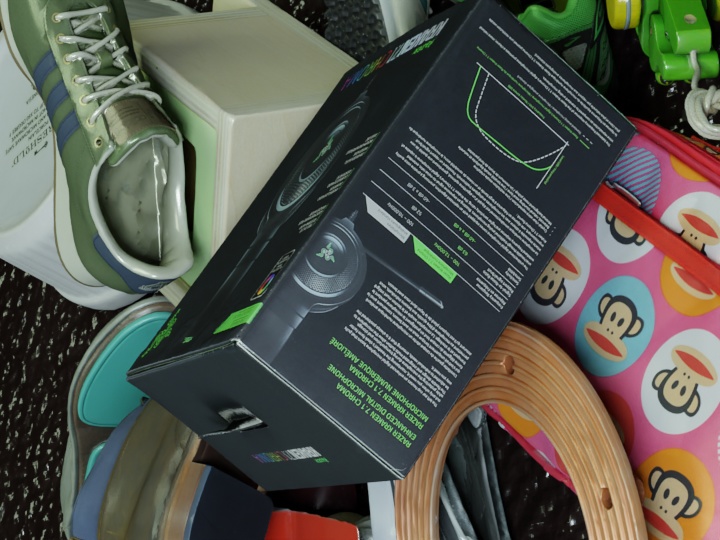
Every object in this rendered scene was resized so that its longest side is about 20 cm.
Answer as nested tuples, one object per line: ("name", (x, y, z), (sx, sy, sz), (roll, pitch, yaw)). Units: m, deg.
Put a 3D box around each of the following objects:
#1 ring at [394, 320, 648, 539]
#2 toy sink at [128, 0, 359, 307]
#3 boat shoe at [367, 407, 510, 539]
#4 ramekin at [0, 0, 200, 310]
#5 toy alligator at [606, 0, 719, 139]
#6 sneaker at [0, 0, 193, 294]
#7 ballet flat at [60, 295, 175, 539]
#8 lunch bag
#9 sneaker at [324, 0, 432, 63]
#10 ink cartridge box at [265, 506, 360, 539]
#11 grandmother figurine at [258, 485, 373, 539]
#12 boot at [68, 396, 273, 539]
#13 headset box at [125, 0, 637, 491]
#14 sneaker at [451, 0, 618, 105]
("ring", (0.069, 0.121, 0.877), (0.200, 0.019, 0.203), (21, 113, 60))
("toy sink", (-0.077, -0.065, 1.120), (0.200, 0.111, 0.132), (41, 133, 49))
("boat shoe", (0.034, 0.062, 1.002), (0.068, 0.073, 0.201), (-27, 58, 35))
("ramekin", (-0.176, -0.085, 1.298), (0.202, 0.094, 0.204), (-23, 58, 44))
("toy alligator", (0.144, -0.114, 0.944), (0.055, 0.059, 0.201), (87, 179, -47))
("sneaker", (-0.122, -0.083, 1.024), (0.090, 0.067, 0.202), (15, 119, 54))
("ballet flat", (-0.140, 0.077, 1.174), (0.064, 0.067, 0.201), (-112, 30, -45))
("lunch bag", (0.149, 0.026, 0.876), (0.177, 0.082, 0.200), (-59, 41, 10))
("sneaker", (0.025, -0.168, 1.106), (0.070, 0.093, 0.202), (-13, 92, 64))
("ink cartridge box", (-0.064, 0.199, 1.034), (0.199, 0.047, 0.162), (0, 93, 59))
("grandmother figurine", (-0.040, 0.126, 1.080), (0.200, 0.060, 0.122), (27, 105, 54))
("boot", (-0.078, 0.060, 1.017), (0.096, 0.075, 0.201), (1, 60, 38))
("headset box", (0.000, 0.000, 0.899), (0.201, 0.093, 0.174), (-55, 13, -18))
("sneaker", (0.077, -0.165, 1.016), (0.086, 0.077, 0.201), (85, 164, -53))
